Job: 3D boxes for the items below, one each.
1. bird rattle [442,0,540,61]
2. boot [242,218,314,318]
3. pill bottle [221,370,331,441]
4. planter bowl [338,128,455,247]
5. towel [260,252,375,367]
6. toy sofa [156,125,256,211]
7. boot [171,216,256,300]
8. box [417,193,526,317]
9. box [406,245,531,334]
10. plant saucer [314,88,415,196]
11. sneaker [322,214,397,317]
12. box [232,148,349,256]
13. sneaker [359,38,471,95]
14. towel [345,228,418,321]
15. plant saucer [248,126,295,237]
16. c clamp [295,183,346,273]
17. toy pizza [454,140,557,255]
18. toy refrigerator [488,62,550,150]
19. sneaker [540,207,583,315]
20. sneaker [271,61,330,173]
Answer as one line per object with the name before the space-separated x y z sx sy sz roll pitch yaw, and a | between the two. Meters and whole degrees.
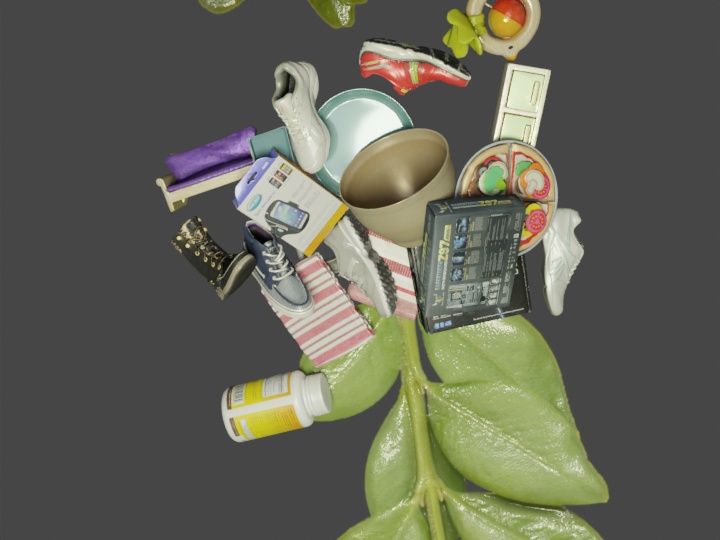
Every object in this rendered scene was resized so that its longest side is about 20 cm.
bird rattle | 0.228 -0.447 1.371 0.162 0.113 0.201 27 93 -14
boot | -0.154 -0.004 1.460 0.200 0.072 0.091 43 149 30
pill bottle | -0.160 0.259 1.567 0.198 0.109 0.110 -14 103 9
planter bowl | 0.079 -0.127 1.388 0.198 0.201 0.135 -22 130 11
towel | -0.081 0.077 1.542 0.146 0.030 0.201 -30 103 22
toy sofa | -0.267 -0.187 1.473 0.198 0.083 0.099 -17 103 9
boot | -0.269 -0.030 1.474 0.073 0.200 0.151 -43 92 -20
box | 0.181 -0.023 1.341 0.156 0.051 0.202 -7 124 -13
box | 0.194 0.008 1.463 0.198 0.086 0.166 -11 103 -2
plant saucer | 0.003 -0.227 1.466 0.198 0.027 0.203 1 106 5
sneaker | 0.000 0.000 1.492 0.082 0.075 0.201 -29 87 21
box | -0.129 -0.123 1.428 0.199 0.042 0.119 35 100 -33
sneaker | 0.094 -0.346 1.412 0.198 0.077 0.086 16 117 8
towel | 0.068 -0.019 1.518 0.143 0.023 0.202 20 104 2
plant saucer | -0.144 -0.157 1.435 0.069 0.019 0.202 -22 126 -13
c clamp | -0.097 -0.058 1.520 0.169 0.027 0.202 -9 104 8
toy pizza | 0.253 -0.119 1.375 0.198 0.032 0.203 -3 101 -18
toy refrigerator | 0.271 -0.254 1.411 0.075 0.070 0.202 11 105 3
sneaker | 0.366 -0.016 1.466 0.079 0.070 0.203 -3 104 3
sneaker | -0.115 -0.268 1.409 0.077 0.099 0.202 -15 87 30
